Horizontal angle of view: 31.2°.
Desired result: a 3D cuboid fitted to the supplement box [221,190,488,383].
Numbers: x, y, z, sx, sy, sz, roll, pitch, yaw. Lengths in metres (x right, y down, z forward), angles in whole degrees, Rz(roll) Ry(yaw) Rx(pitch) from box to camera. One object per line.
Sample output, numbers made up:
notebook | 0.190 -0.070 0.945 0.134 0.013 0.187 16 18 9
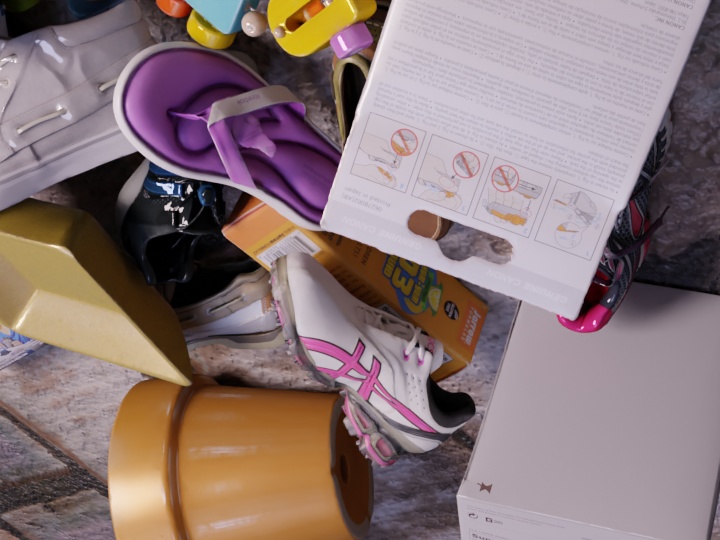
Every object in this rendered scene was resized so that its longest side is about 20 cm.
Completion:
supplement box | 0.000 0.000 0.938 0.200 0.067 0.069 41 137 -22

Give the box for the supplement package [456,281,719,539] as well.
supplement package | 0.168 0.115 0.874 0.155 0.200 0.111 10 141 17

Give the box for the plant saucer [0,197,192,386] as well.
plant saucer | -0.233 0.001 0.967 0.200 0.049 0.200 14 154 29

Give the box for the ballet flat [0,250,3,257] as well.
ballet flat | -0.345 -0.013 1.043 0.064 0.200 0.067 62 160 21

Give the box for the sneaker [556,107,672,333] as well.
sneaker | 0.149 -0.044 0.797 0.080 0.075 0.200 7 139 22

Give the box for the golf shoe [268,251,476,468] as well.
golf shoe | 0.008 0.052 0.898 0.092 0.073 0.200 -25 128 14

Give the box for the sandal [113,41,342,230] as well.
sandal | -0.063 -0.085 0.808 0.050 0.083 0.202 10 170 46

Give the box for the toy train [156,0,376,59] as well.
toy train | -0.041 -0.199 0.737 0.200 0.056 0.151 7 114 37

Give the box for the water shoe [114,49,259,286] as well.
water shoe | -0.109 -0.065 0.884 0.071 0.079 0.200 -9 150 -33

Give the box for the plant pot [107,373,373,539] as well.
plant pot | -0.092 0.181 1.121 0.183 0.200 0.200 -10 133 15

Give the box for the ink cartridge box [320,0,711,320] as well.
ink cartridge box | 0.083 -0.093 0.716 0.161 0.050 0.200 20 110 4

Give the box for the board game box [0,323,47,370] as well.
board game box | -0.374 0.004 1.146 0.200 0.062 0.200 43 139 -21

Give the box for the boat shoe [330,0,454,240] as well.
boat shoe | 0.016 -0.081 0.829 0.072 0.068 0.200 4 139 24

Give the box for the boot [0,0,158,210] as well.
boot | -0.213 -0.098 0.793 0.074 0.200 0.096 -135 22 -68

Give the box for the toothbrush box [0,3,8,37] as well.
toothbrush box | -0.334 -0.134 0.860 0.200 0.085 0.147 26 141 14

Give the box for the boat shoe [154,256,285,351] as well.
boat shoe | -0.140 0.025 1.044 0.200 0.075 0.068 -8 127 25

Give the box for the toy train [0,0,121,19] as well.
toy train | -0.241 -0.210 0.812 0.200 0.085 0.116 4 152 24
